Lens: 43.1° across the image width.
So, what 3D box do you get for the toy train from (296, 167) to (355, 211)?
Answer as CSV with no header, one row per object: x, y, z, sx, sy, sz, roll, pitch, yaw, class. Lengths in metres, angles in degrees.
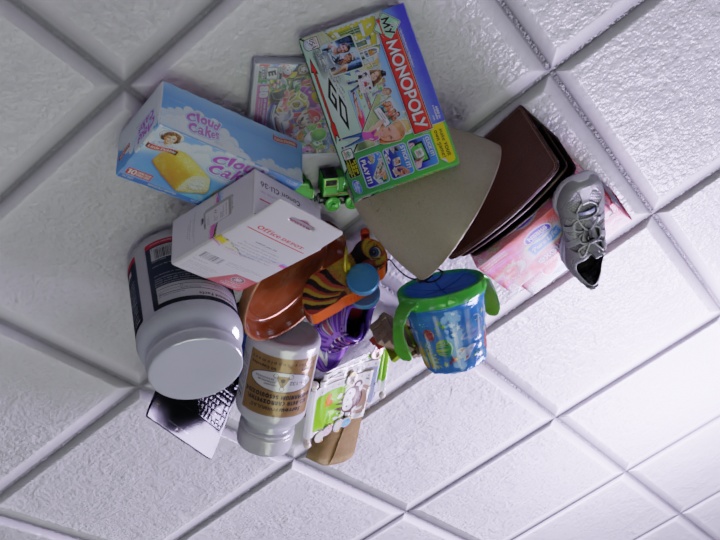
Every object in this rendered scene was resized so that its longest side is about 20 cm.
-0.032,-0.113,1.250,0.198,0.042,0.057,-7,126,-16,toy train

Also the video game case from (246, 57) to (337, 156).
-0.045,-0.206,1.160,0.198,0.018,0.144,-5,136,-18,video game case

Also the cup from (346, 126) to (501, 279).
0.067,-0.110,1.174,0.142,0.201,0.201,29,124,-8,cup

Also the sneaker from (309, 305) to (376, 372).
-0.032,0.096,1.437,0.080,0.084,0.201,4,134,-25,sneaker

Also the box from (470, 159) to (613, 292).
0.259,-0.076,1.364,0.200,0.095,0.102,-40,135,20,box

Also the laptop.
-0.213,0.177,1.432,0.102,0.201,0.177,2,149,32,laptop

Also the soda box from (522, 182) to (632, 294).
0.321,-0.052,1.439,0.200,0.064,0.070,-40,135,21,soda box

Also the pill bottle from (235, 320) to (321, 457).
-0.134,0.181,1.418,0.113,0.114,0.202,3,113,-25,pill bottle

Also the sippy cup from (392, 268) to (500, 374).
0.132,0.080,1.371,0.176,0.140,0.132,-13,104,0,sippy cup

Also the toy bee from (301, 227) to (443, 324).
0.000,0.000,1.328,0.198,0.109,0.131,-10,152,-26,toy bee

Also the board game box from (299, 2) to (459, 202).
0.021,-0.198,1.079,0.133,0.202,0.029,-20,177,-1,board game box

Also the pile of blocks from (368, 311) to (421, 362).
0.069,0.114,1.457,0.062,0.082,0.200,-40,164,20,pile of blocks

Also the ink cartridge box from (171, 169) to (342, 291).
-0.128,-0.053,1.130,0.199,0.068,0.116,-25,145,35,ink cartridge box

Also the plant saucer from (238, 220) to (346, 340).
-0.100,0.012,1.301,0.200,0.032,0.201,-40,155,-23,plant saucer

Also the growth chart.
-0.021,0.204,1.515,0.199,0.018,0.146,-26,131,-37,growth chart

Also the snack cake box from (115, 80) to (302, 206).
-0.182,-0.137,1.114,0.199,0.068,0.115,20,143,-33,snack cake box

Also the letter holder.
0.202,-0.101,1.278,0.200,0.143,0.100,-41,135,22,letter holder

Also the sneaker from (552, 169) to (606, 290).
0.320,-0.056,1.275,0.074,0.082,0.201,-21,138,0,sneaker

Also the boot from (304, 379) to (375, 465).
-0.066,0.280,1.630,0.173,0.066,0.201,-2,136,-23,boot

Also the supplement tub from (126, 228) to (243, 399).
-0.234,0.055,1.221,0.139,0.201,0.141,-11,138,-10,supplement tub
